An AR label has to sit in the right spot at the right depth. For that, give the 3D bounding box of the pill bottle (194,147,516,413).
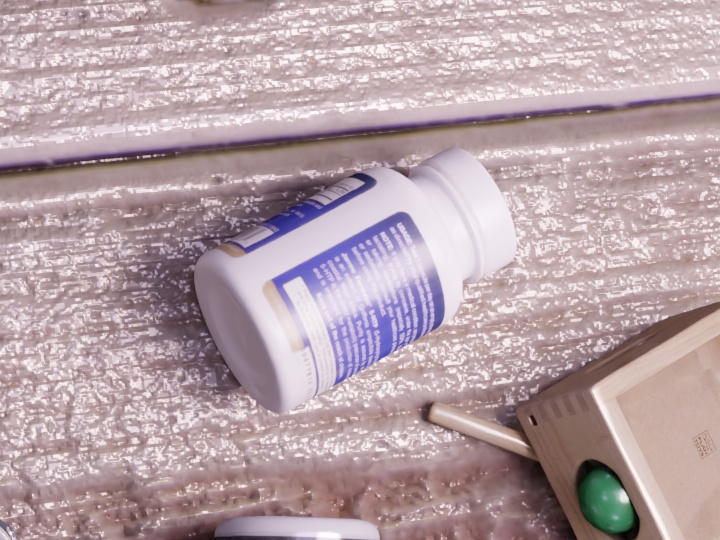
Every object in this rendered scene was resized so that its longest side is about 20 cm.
[{"bbox_3d":[0.000,0.000,1.679,0.199,0.120,0.120,-28,92,-19],"label":"pill bottle"}]

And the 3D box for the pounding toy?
[{"bbox_3d":[0.190,0.125,1.732,0.199,0.142,0.185,-28,92,-30],"label":"pounding toy"}]

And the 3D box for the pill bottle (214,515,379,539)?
[{"bbox_3d":[-0.044,0.264,1.635,0.111,0.112,0.201,4,82,-17],"label":"pill bottle"}]

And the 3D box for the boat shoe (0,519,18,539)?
[{"bbox_3d":[-0.306,0.140,1.591,0.199,0.062,0.075,27,92,-4],"label":"boat shoe"}]
